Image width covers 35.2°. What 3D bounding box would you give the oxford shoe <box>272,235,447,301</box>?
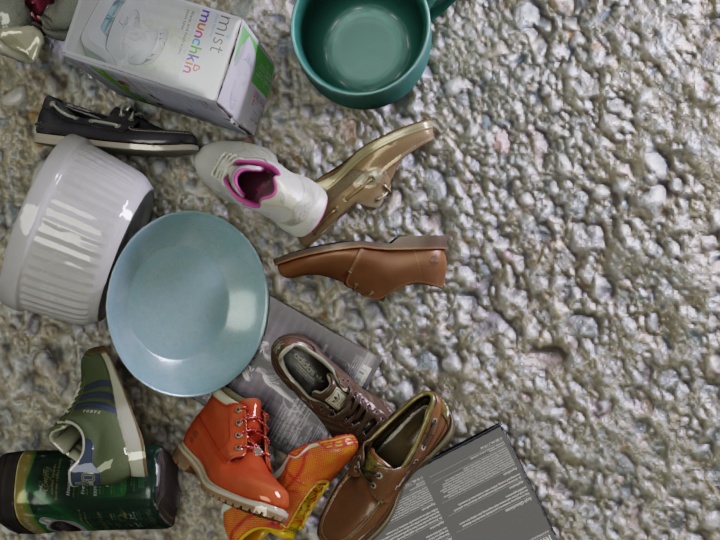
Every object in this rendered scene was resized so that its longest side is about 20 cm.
[{"bbox_3d":[0.000,0.000,1.272,0.197,0.071,0.072,-2,92,4],"label":"oxford shoe"}]

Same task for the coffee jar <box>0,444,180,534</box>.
[{"bbox_3d":[-0.308,0.245,1.266,0.197,0.105,0.086,-3,64,5],"label":"coffee jar"}]

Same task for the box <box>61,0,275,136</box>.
[{"bbox_3d":[-0.201,-0.227,1.236,0.174,0.200,0.098,17,88,7],"label":"box"}]

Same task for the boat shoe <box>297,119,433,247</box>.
[{"bbox_3d":[0.005,-0.099,1.279,0.199,0.071,0.065,-32,89,13],"label":"boat shoe"}]

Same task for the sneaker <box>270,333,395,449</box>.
[{"bbox_3d":[-0.024,0.149,1.244,0.199,0.076,0.071,40,91,3],"label":"sneaker"}]

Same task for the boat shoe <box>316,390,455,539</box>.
[{"bbox_3d":[0.018,0.207,1.189,0.072,0.068,0.201,31,76,30],"label":"boat shoe"}]

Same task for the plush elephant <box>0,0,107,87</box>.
[{"bbox_3d":[-0.360,-0.307,1.274,0.153,0.165,0.203,-4,111,-20],"label":"plush elephant"}]

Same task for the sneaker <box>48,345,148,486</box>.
[{"bbox_3d":[-0.297,0.158,1.231,0.089,0.201,0.068,-14,129,-19],"label":"sneaker"}]

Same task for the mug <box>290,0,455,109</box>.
[{"bbox_3d":[0.019,-0.256,1.260,0.182,0.114,0.154,4,87,5],"label":"mug"}]

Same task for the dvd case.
[{"bbox_3d":[-0.095,0.118,1.299,0.198,0.016,0.150,29,91,5],"label":"dvd case"}]

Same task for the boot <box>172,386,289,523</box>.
[{"bbox_3d":[-0.126,0.194,1.213,0.199,0.075,0.108,27,87,50],"label":"boot"}]

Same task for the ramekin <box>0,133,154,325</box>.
[{"bbox_3d":[-0.304,-0.036,1.241,0.104,0.200,0.202,22,89,-3],"label":"ramekin"}]

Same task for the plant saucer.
[{"bbox_3d":[-0.194,0.036,1.246,0.199,0.038,0.204,-2,93,-36],"label":"plant saucer"}]

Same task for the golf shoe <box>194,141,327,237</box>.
[{"bbox_3d":[-0.125,-0.106,1.248,0.199,0.091,0.076,26,89,38],"label":"golf shoe"}]

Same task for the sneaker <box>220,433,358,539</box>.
[{"bbox_3d":[-0.069,0.246,1.241,0.200,0.073,0.078,-42,61,26],"label":"sneaker"}]

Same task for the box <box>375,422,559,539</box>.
[{"bbox_3d":[0.098,0.275,1.241,0.198,0.079,0.142,-27,81,3],"label":"box"}]

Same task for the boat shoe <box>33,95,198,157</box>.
[{"bbox_3d":[-0.281,-0.167,1.305,0.197,0.073,0.064,6,89,11],"label":"boat shoe"}]
